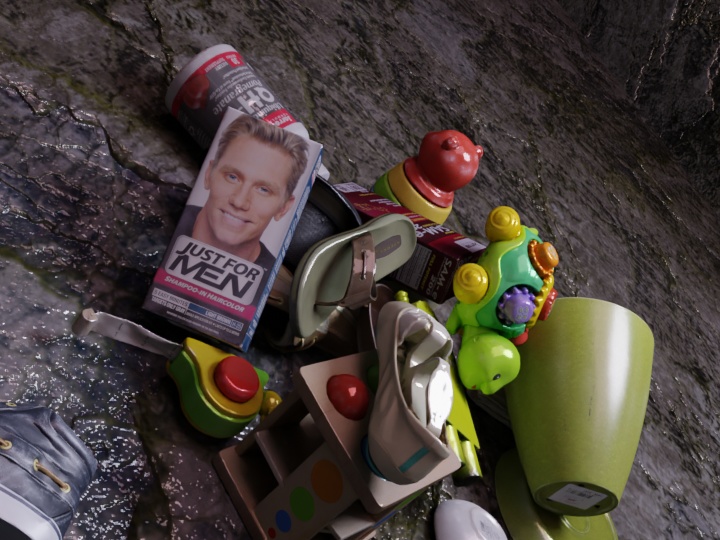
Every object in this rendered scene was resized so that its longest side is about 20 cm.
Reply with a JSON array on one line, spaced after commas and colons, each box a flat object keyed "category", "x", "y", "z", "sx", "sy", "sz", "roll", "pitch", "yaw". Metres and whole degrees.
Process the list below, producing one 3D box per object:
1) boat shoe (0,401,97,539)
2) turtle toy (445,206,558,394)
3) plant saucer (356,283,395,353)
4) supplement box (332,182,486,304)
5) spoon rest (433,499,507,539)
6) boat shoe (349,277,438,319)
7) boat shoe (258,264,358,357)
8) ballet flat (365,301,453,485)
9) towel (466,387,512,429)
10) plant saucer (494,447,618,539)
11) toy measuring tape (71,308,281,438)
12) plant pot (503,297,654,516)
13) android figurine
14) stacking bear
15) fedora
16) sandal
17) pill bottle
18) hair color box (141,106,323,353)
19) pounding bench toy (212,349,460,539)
[{"category": "boat shoe", "x": -0.271, "y": 0.110, "z": 0.545, "sx": 0.200, "sy": 0.071, "sz": 0.091, "roll": 43, "pitch": 28, "yaw": -17}, {"category": "turtle toy", "x": 0.155, "y": 0.038, "z": 0.911, "sx": 0.100, "sy": 0.202, "sz": 0.146, "roll": 26, "pitch": -18, "yaw": 17}, {"category": "plant saucer", "x": 0.045, "y": 0.114, "z": 0.894, "sx": 0.201, "sy": 0.032, "sz": 0.201, "roll": 57, "pitch": 18, "yaw": -30}, {"category": "supplement box", "x": 0.039, "y": -0.037, "z": 0.981, "sx": 0.198, "sy": 0.062, "sz": 0.108, "roll": 28, "pitch": 19, "yaw": 20}, {"category": "spoon rest", "x": 0.111, "y": 0.299, "z": 0.801, "sx": 0.099, "sy": 0.061, "sz": 0.201, "roll": 38, "pitch": 18, "yaw": -13}, {"category": "boat shoe", "x": 0.011, "y": 0.025, "z": 0.993, "sx": 0.199, "sy": 0.075, "sz": 0.063, "roll": -3, "pitch": 20, "yaw": -41}, {"category": "boat shoe", "x": -0.076, "y": 0.049, "z": 0.858, "sx": 0.199, "sy": 0.074, "sz": 0.067, "roll": 36, "pitch": 54, "yaw": -28}, {"category": "ballet flat", "x": 0.047, "y": 0.079, "z": 0.655, "sx": 0.069, "sy": 0.070, "sz": 0.201, "roll": 33, "pitch": 32, "yaw": -19}, {"category": "towel", "x": 0.195, "y": 0.134, "z": 1.109, "sx": 0.132, "sy": 0.034, "sz": 0.201, "roll": 38, "pitch": 31, "yaw": -16}, {"category": "plant saucer", "x": 0.242, "y": 0.292, "z": 0.979, "sx": 0.199, "sy": 0.031, "sz": 0.202, "roll": 32, "pitch": 33, "yaw": -23}, {"category": "toy measuring tape", "x": -0.150, "y": 0.095, "z": 0.704, "sx": 0.198, "sy": 0.074, "sz": 0.074, "roll": 26, "pitch": 35, "yaw": -29}, {"category": "plant pot", "x": 0.247, "y": 0.168, "z": 0.955, "sx": 0.186, "sy": 0.187, "sz": 0.202, "roll": 30, "pitch": 49, "yaw": -23}, {"category": "android figurine", "x": 0.074, "y": 0.116, "z": 0.852, "sx": 0.182, "sy": 0.041, "sz": 0.203, "roll": 45, "pitch": 26, "yaw": -57}, {"category": "stacking bear", "x": 0.073, "y": -0.100, "z": 1.076, "sx": 0.120, "sy": 0.200, "sz": 0.115, "roll": 14, "pitch": 42, "yaw": -41}, {"category": "fedora", "x": -0.099, "y": -0.047, "z": 0.884, "sx": 0.199, "sy": 0.200, "sz": 0.093, "roll": 33, "pitch": 65, "yaw": -18}, {"category": "sandal", "x": 0.000, "y": -0.001, "z": 0.830, "sx": 0.057, "sy": 0.081, "sz": 0.200, "roll": 20, "pitch": 41, "yaw": 36}, {"category": "pill bottle", "x": -0.131, "y": -0.161, "z": 0.991, "sx": 0.200, "sy": 0.111, "sz": 0.110, "roll": 48, "pitch": 31, "yaw": 6}, {"category": "hair color box", "x": -0.115, "y": -0.037, "z": 0.769, "sx": 0.099, "sy": 0.203, "sz": 0.061, "roll": 21, "pitch": -11, "yaw": 0}, {"category": "pounding bench toy", "x": 0.006, "y": 0.156, "z": 0.732, "sx": 0.199, "sy": 0.156, "sz": 0.125, "roll": -6, "pitch": 56, "yaw": -53}]
